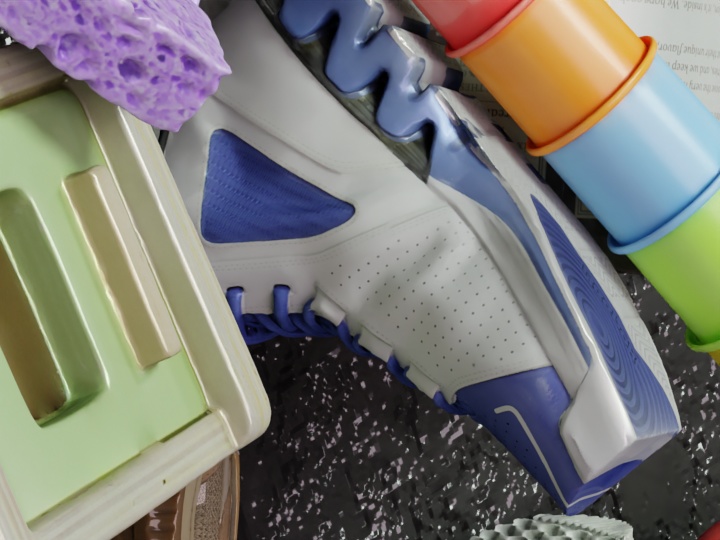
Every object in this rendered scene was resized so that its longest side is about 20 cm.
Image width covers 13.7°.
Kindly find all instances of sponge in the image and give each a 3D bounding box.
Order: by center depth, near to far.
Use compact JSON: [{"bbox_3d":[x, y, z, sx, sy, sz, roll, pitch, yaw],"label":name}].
[{"bbox_3d":[-0.104,-0.127,0.836,0.030,0.200,0.112,-43,129,16],"label":"sponge"}]

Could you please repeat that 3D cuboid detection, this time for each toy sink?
[{"bbox_3d":[-0.109,0.014,0.817,0.130,0.112,0.200,68,24,-3],"label":"toy sink"}]

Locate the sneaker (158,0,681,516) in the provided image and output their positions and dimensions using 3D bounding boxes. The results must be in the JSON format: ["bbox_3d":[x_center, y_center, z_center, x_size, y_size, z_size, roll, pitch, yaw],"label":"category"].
[{"bbox_3d":[0.000,-0.001,0.890,0.200,0.115,0.081,56,15,15],"label":"sneaker"}]

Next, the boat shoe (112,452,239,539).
[{"bbox_3d":[-0.074,0.070,0.958,0.065,0.071,0.200,28,64,-73],"label":"boat shoe"}]

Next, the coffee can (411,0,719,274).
[{"bbox_3d":[0.053,-0.103,0.986,0.146,0.146,0.200,2,93,-40],"label":"coffee can"}]

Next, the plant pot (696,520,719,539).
[{"bbox_3d":[0.199,0.180,1.089,0.200,0.182,0.201,-35,130,-55],"label":"plant pot"}]

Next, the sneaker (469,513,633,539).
[{"bbox_3d":[0.026,0.158,1.039,0.200,0.070,0.100,-17,107,-37],"label":"sneaker"}]

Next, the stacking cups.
[{"bbox_3d":[0.082,-0.038,0.898,0.200,0.060,0.061,48,64,-10],"label":"stacking cups"}]
